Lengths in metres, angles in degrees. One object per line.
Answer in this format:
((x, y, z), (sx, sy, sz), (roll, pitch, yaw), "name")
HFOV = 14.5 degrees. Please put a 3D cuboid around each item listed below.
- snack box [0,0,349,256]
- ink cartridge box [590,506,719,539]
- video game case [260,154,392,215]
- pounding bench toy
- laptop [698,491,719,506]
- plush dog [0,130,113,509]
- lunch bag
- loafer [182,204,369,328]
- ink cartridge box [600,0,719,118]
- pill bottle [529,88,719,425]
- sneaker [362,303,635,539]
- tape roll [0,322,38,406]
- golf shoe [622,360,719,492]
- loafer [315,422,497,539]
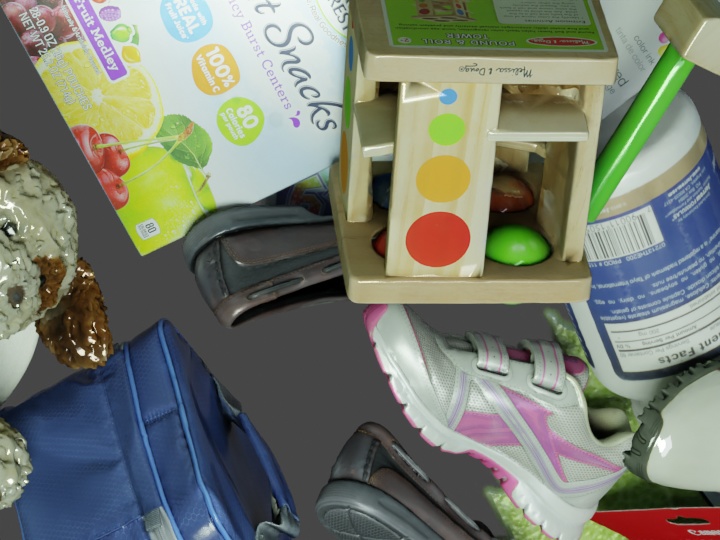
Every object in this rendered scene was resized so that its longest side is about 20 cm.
((-0.070, -0.128, 1.534), (0.199, 0.068, 0.169), (-26, 111, 8), "snack box")
((0.231, 0.208, 1.646), (0.175, 0.200, 0.084), (28, 72, -23), "ink cartridge box")
((0.018, -0.091, 1.605), (0.142, 0.018, 0.201), (1, 111, -10), "video game case")
((0.090, -0.067, 1.455), (0.198, 0.124, 0.157), (0, 121, -6), "pounding bench toy")
((0.343, 0.156, 1.703), (0.200, 0.116, 0.188), (-37, 112, 6), "laptop")
((-0.225, 0.010, 1.517), (0.171, 0.160, 0.201), (-38, 131, -13), "plush dog")
((-0.106, 0.134, 1.566), (0.132, 0.201, 0.136), (-31, 133, 8), "lunch bag")
((0.000, 0.000, 1.570), (0.199, 0.063, 0.072), (-4, 147, -23), "loafer")
((0.153, -0.199, 1.538), (0.200, 0.088, 0.146), (-36, 117, -2), "ink cartridge box")
((0.170, 0.003, 1.614), (0.110, 0.111, 0.201), (-24, 117, 0), "pill bottle")
((0.084, 0.069, 1.645), (0.200, 0.081, 0.088), (39, 105, -27), "sneaker")
((-0.278, 0.012, 1.585), (0.201, 0.037, 0.204), (-3, 111, -9), "tape roll")
((0.239, 0.098, 1.578), (0.199, 0.088, 0.078), (0, 120, -35), "golf shoe")
((0.056, 0.162, 1.664), (0.200, 0.072, 0.063), (40, 55, -33), "loafer")
